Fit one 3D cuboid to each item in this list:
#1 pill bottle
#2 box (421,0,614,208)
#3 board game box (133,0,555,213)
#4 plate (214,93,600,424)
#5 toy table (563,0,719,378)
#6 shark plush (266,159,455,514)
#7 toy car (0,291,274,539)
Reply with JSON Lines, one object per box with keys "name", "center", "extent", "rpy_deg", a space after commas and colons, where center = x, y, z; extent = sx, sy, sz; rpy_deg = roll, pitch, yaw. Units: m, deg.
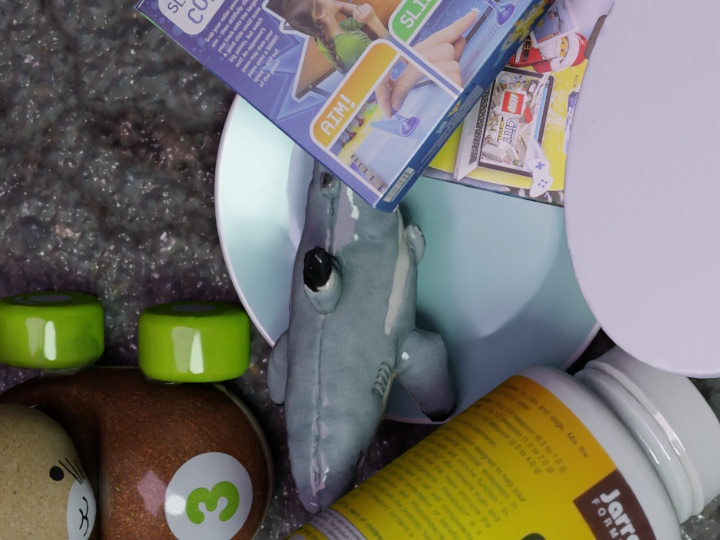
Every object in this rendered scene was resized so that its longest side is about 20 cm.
{"name": "pill bottle", "center": [0.058, 0.115, 0.804], "extent": [0.199, 0.109, 0.110], "rpy_deg": [-34, 88, -14]}
{"name": "box", "center": [0.108, -0.124, 0.794], "extent": [0.135, 0.038, 0.202], "rpy_deg": [13, 96, 15]}
{"name": "board game box", "center": [0.020, -0.144, 0.772], "extent": [0.135, 0.034, 0.200], "rpy_deg": [40, 97, 12]}
{"name": "plate", "center": [0.028, -0.030, 0.870], "extent": [0.198, 0.026, 0.202], "rpy_deg": [4, 101, 20]}
{"name": "toy table", "center": [0.154, -0.058, 0.696], "extent": [0.183, 0.117, 0.201], "rpy_deg": [37, 98, 18]}
{"name": "shark plush", "center": [0.000, 0.000, 0.828], "extent": [0.090, 0.083, 0.202], "rpy_deg": [16, 107, 17]}
{"name": "toy car", "center": [-0.142, 0.107, 0.861], "extent": [0.156, 0.200, 0.166], "rpy_deg": [3, 98, 20]}
